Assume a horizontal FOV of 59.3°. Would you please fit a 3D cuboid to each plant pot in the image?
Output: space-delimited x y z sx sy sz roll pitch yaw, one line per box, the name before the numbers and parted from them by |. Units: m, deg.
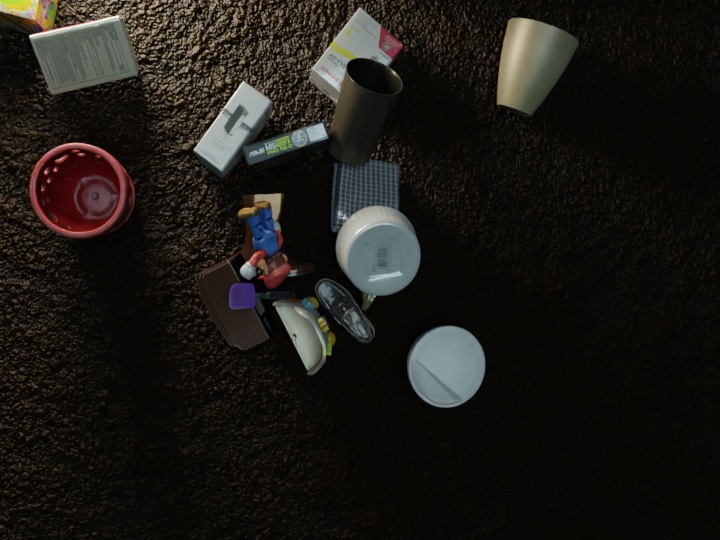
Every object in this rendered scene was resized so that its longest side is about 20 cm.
plant pot | -0.609 -0.168 1.417 0.197 0.182 0.204 0 89 -10
plant pot | 0.426 -0.505 1.609 0.185 0.187 0.203 19 101 -9

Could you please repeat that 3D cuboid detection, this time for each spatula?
spatula | -0.220 0.057 1.452 0.199 0.020 0.058 1 85 -54

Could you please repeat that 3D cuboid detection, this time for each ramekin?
ramekin | 0.045 -0.040 1.465 0.197 0.098 0.204 -3 109 -8
ramekin | 0.207 0.237 1.600 0.199 0.094 0.206 0 90 -10

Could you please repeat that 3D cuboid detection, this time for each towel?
towel | 0.014 -0.184 1.546 0.163 0.086 0.203 6 70 -10

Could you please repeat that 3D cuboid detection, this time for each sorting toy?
sorting toy | -0.118 0.147 1.502 0.106 0.180 0.202 -27 95 -8

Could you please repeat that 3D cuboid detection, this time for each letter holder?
letter holder | -0.307 0.085 1.489 0.141 0.101 0.202 -24 100 9

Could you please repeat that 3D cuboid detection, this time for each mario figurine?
mario figurine | -0.232 -0.053 1.468 0.122 0.106 0.203 -17 110 -12

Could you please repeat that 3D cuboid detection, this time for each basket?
basket | 0.001 -0.361 1.468 0.134 0.182 0.202 18 128 -8

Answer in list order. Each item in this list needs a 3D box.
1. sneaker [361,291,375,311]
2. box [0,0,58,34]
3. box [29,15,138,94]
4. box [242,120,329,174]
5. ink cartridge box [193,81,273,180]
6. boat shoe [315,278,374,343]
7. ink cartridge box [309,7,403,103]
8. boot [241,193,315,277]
sneaker | 0.000 0.000 1.579 0.087 0.077 0.204 5 81 -8
box | -0.789 -0.661 1.420 0.189 0.122 0.203 11 88 -10
box | -0.619 -0.492 1.436 0.197 0.109 0.130 -16 116 -10
box | -0.179 -0.289 1.502 0.197 0.160 0.045 -20 95 -8
ink cartridge box | -0.296 -0.325 1.490 0.083 0.144 0.201 36 84 -8
boat shoe | -0.035 0.101 1.573 0.072 0.065 0.201 -40 95 -6
ink cartridge box | -0.012 -0.515 1.569 0.145 0.083 0.201 38 84 -8
boot | -0.199 -0.087 1.551 0.185 0.068 0.204 3 90 2
